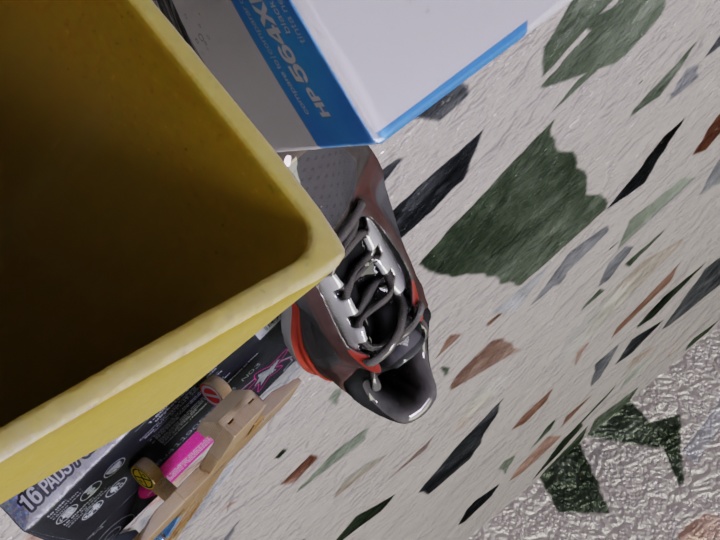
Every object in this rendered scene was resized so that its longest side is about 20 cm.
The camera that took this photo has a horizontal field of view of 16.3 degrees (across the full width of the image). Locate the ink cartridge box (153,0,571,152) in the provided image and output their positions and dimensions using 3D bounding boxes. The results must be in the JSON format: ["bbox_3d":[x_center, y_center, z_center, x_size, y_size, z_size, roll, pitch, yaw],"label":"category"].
[{"bbox_3d":[-0.006,-0.117,0.974,0.146,0.084,0.200,-39,-162,-22],"label":"ink cartridge box"}]

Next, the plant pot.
[{"bbox_3d":[-0.167,0.007,0.843,0.194,0.196,0.200,-30,167,-46],"label":"plant pot"}]

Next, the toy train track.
[{"bbox_3d":[-0.089,0.100,1.195,0.115,0.033,0.200,-45,174,-32],"label":"toy train track"}]

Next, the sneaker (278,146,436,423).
[{"bbox_3d":[0.000,0.000,1.098,0.077,0.082,0.200,-40,147,-9],"label":"sneaker"}]

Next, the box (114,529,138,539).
[{"bbox_3d":[-0.188,0.305,1.757,0.200,0.148,0.104,-49,166,19],"label":"box"}]

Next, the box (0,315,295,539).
[{"bbox_3d":[-0.111,0.024,1.209,0.200,0.115,0.132,-45,166,-3],"label":"box"}]
